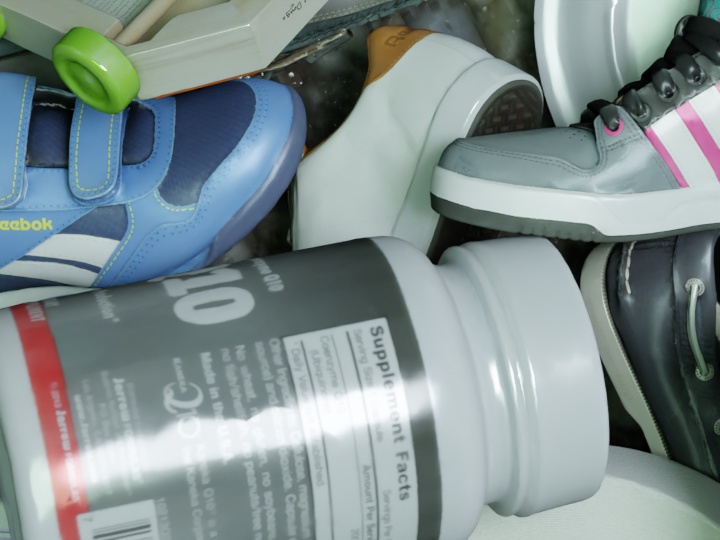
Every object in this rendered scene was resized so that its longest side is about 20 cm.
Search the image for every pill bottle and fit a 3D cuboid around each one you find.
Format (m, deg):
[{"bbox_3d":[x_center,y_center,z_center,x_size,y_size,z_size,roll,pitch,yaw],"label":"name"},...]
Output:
[{"bbox_3d":[-0.024,0.051,0.788,0.199,0.114,0.115,-11,96,-13],"label":"pill bottle"}]

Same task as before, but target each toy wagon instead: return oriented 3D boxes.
[{"bbox_3d":[-0.091,-0.136,0.850,0.199,0.040,0.155,25,62,33],"label":"toy wagon"}]

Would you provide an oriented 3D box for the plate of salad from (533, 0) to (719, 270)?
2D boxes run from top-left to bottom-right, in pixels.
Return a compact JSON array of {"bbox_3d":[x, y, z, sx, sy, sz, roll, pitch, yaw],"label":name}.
[{"bbox_3d":[0.166,-0.097,0.877,0.199,0.048,0.202,1,101,7],"label":"plate of salad"}]

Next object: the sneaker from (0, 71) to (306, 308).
[{"bbox_3d":[-0.116,-0.033,0.845,0.199,0.074,0.082,-18,132,17],"label":"sneaker"}]

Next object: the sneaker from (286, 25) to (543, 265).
[{"bbox_3d":[0.000,0.000,0.894,0.084,0.073,0.201,32,106,32],"label":"sneaker"}]

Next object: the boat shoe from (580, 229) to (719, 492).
[{"bbox_3d":[0.156,0.071,0.873,0.063,0.073,0.201,-23,100,41],"label":"boat shoe"}]

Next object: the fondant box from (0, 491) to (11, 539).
[{"bbox_3d":[-0.217,0.143,0.836,0.199,0.058,0.145,5,97,-17],"label":"fondant box"}]

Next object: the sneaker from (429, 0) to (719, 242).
[{"bbox_3d":[0.122,-0.076,0.811,0.198,0.084,0.122,-4,103,-8],"label":"sneaker"}]

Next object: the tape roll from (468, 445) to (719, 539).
[{"bbox_3d":[0.088,0.165,0.875,0.201,0.037,0.204,6,107,22],"label":"tape roll"}]

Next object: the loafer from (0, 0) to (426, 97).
[{"bbox_3d":[-0.065,-0.091,0.882,0.199,0.072,0.063,-9,115,8],"label":"loafer"}]
